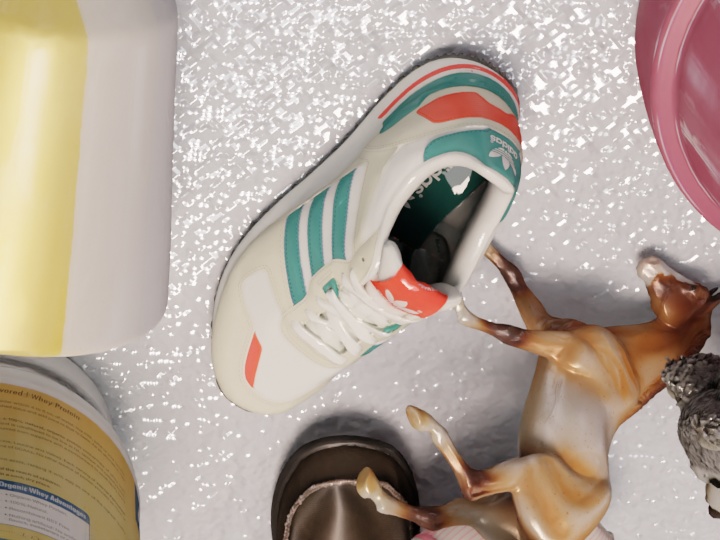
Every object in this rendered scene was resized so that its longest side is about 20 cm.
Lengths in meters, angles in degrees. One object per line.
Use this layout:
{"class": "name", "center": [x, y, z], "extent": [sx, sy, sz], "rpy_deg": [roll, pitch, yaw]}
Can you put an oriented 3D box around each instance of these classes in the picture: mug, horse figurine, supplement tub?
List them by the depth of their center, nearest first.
{"class": "mug", "center": [-0.144, -0.058, 1.180], "extent": [0.149, 0.187, 0.154], "rpy_deg": [15, 112, 7]}
{"class": "supplement tub", "center": [-0.167, 0.133, 1.275], "extent": [0.144, 0.200, 0.145], "rpy_deg": [-2, 123, -4]}
{"class": "horse figurine", "center": [0.077, 0.069, 1.297], "extent": [0.132, 0.201, 0.050], "rpy_deg": [29, 153, -19]}

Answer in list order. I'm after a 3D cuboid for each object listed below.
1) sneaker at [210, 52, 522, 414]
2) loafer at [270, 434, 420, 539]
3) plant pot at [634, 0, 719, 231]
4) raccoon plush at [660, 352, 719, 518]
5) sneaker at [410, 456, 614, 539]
{"class": "sneaker", "center": [0.001, 0.000, 1.272], "extent": [0.070, 0.094, 0.200], "rpy_deg": [32, 113, -23]}
{"class": "loafer", "center": [-0.006, 0.170, 1.390], "extent": [0.072, 0.071, 0.201], "rpy_deg": [-1, 122, -5]}
{"class": "plant pot", "center": [0.224, -0.061, 1.208], "extent": [0.199, 0.179, 0.201], "rpy_deg": [-3, 123, -4]}
{"class": "raccoon plush", "center": [0.223, 0.032, 1.300], "extent": [0.134, 0.097, 0.201], "rpy_deg": [30, 86, -20]}
{"class": "sneaker", "center": [0.080, 0.162, 1.392], "extent": [0.105, 0.075, 0.201], "rpy_deg": [-43, 147, -19]}
